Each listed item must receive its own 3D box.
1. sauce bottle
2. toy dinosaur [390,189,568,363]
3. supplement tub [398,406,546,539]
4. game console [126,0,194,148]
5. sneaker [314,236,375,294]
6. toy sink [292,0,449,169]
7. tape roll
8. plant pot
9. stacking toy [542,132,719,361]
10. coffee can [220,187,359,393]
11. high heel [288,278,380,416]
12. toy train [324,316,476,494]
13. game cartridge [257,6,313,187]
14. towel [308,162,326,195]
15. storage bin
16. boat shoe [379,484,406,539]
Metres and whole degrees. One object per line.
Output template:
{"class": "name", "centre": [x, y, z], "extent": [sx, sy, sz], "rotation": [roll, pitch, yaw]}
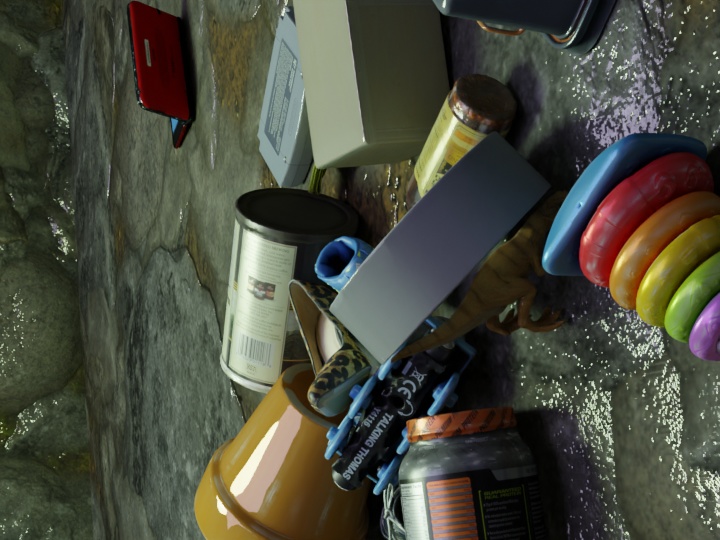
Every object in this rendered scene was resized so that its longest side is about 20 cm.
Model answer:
{"class": "sauce bottle", "centre": [0.081, -0.087, 1.011], "extent": [0.202, 0.065, 0.067], "rotation": [112, 146, -46]}
{"class": "toy dinosaur", "centre": [0.107, 0.020, 0.883], "extent": [0.200, 0.106, 0.060], "rotation": [-47, 33, -5]}
{"class": "supplement tub", "centre": [0.097, 0.223, 0.924], "extent": [0.122, 0.120, 0.204], "rotation": [154, 113, -63]}
{"class": "game console", "centre": [-0.361, -0.338, 1.905], "extent": [0.117, 0.171, 0.204], "rotation": [-22, 70, 35]}
{"class": "sneaker", "centre": [0.000, 0.000, 1.111], "extent": [0.077, 0.104, 0.200], "rotation": [-58, 13, -9]}
{"class": "toy sink", "centre": [0.013, -0.216, 1.093], "extent": [0.130, 0.110, 0.204], "rotation": [-15, 83, 65]}
{"class": "tape roll", "centre": [0.065, -0.018, 0.891], "extent": [0.066, 0.200, 0.201], "rotation": [44, 145, 5]}
{"class": "plant pot", "centre": [-0.064, 0.215, 1.210], "extent": [0.186, 0.197, 0.201], "rotation": [-66, 34, 24]}
{"class": "stacking toy", "centre": [0.222, 0.013, 0.686], "extent": [0.201, 0.108, 0.117], "rotation": [53, 127, 35]}
{"class": "coffee can", "centre": [-0.086, 0.023, 1.283], "extent": [0.146, 0.144, 0.204], "rotation": [-134, 47, -55]}
{"class": "high heel", "centre": [-0.051, 0.074, 1.114], "extent": [0.142, 0.200, 0.072], "rotation": [41, 108, 9]}
{"class": "toy train", "centre": [0.037, 0.125, 1.052], "extent": [0.202, 0.086, 0.114], "rotation": [-58, -4, 26]}
{"class": "game cartridge", "centre": [-0.086, -0.218, 1.400], "extent": [0.134, 0.041, 0.203], "rotation": [54, 139, 44]}
{"class": "towel", "centre": [-0.024, -0.189, 1.250], "extent": [0.087, 0.018, 0.202], "rotation": [-69, -3, -53]}
{"class": "storage bin", "centre": [0.101, -0.266, 0.870], "extent": [0.202, 0.132, 0.147], "rotation": [-115, 33, -42]}
{"class": "boat shoe", "centre": [0.057, 0.238, 1.084], "extent": [0.200, 0.061, 0.076], "rotation": [144, 119, -61]}
